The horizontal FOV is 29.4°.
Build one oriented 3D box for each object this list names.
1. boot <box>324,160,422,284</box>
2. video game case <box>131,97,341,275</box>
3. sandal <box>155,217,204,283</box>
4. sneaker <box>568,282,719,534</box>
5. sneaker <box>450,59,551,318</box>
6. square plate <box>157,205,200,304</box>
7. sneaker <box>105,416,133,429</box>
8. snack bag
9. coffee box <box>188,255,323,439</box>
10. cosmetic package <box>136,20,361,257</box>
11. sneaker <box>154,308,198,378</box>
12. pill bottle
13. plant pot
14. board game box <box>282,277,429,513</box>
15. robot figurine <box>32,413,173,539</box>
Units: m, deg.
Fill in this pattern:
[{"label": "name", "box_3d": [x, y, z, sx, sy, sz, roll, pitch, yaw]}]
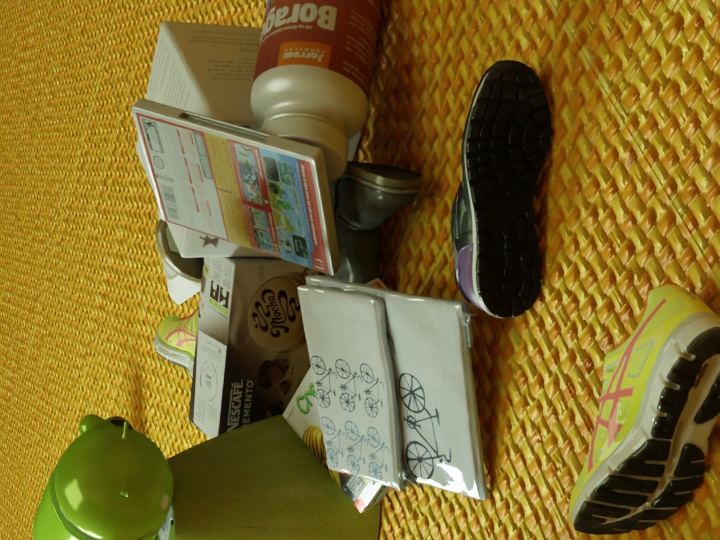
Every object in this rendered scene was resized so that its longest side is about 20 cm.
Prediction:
[{"label": "boot", "box_3d": [0.002, 0.000, 1.297, 0.182, 0.071, 0.203, -159, 76, -74]}, {"label": "video game case", "box_3d": [-0.114, -0.077, 1.262, 0.198, 0.018, 0.144, 18, 140, 24]}, {"label": "sandal", "box_3d": [-0.174, -0.026, 1.520, 0.053, 0.200, 0.082, -12, 89, 23]}, {"label": "sneaker", "box_3d": [0.194, 0.096, 0.937, 0.091, 0.077, 0.202, -113, 39, -50]}, {"label": "sneaker", "box_3d": [0.099, -0.068, 1.108, 0.087, 0.075, 0.203, -158, 69, -67]}, {"label": "square plate", "box_3d": [-0.224, -0.073, 1.780, 0.200, 0.028, 0.201, -28, 66, 60]}, {"label": "sneaker", "box_3d": [-0.335, 0.314, 1.962, 0.114, 0.075, 0.203, 21, 113, 59]}, {"label": "snack bag", "box_3d": [0.028, 0.106, 1.203, 0.198, 0.021, 0.191, 9, 113, 43]}, {"label": "coffee box", "box_3d": [-0.113, 0.076, 1.473, 0.080, 0.112, 0.203, 29, 115, 54]}, {"label": "cosmetic package", "box_3d": [-0.123, -0.137, 1.434, 0.201, 0.163, 0.166, 60, 142, 43]}, {"label": "sneaker", "box_3d": [-0.185, 0.078, 1.658, 0.199, 0.077, 0.092, 23, 102, 55]}, {"label": "pill bottle", "box_3d": [-0.042, -0.189, 1.278, 0.112, 0.111, 0.203, -39, 39, 56]}, {"label": "plant pot", "box_3d": [-0.109, 0.234, 1.381, 0.186, 0.197, 0.190, 2, 92, 62]}, {"label": "board game box", "box_3d": [0.009, 0.119, 1.271, 0.126, 0.034, 0.201, 48, 135, 19]}, {"label": "robot figurine", "box_3d": [-0.246, 0.228, 1.305, 0.201, 0.114, 0.177, 121, 147, -46]}]
